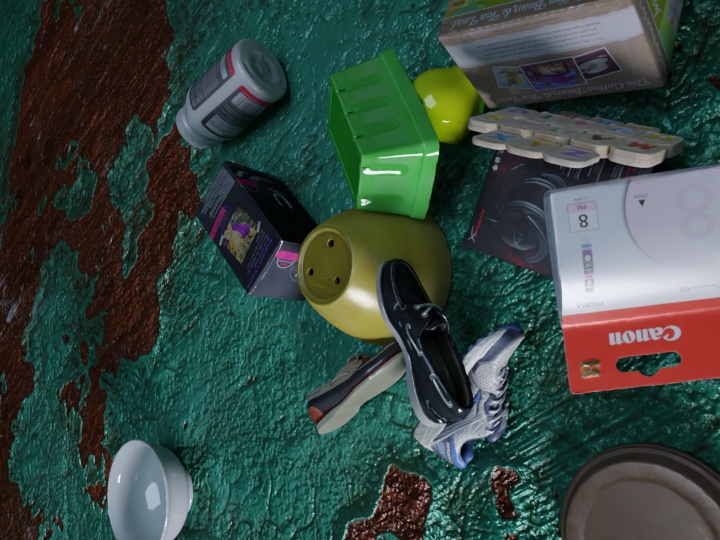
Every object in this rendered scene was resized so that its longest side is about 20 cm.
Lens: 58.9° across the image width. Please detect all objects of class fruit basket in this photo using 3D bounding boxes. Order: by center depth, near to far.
[{"bbox_3d":[0.071,-0.187,0.822,0.216,0.214,0.156,55,156,30],"label":"fruit basket"}]

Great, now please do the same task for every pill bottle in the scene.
[{"bbox_3d":[-0.228,-0.293,1.092,0.199,0.110,0.112,-27,68,35],"label":"pill bottle"}]

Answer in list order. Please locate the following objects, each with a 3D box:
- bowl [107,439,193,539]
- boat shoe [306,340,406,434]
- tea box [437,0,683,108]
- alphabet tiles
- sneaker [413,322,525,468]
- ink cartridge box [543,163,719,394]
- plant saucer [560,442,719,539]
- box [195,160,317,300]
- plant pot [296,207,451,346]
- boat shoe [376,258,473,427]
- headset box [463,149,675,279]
[{"bbox_3d":[-0.366,0.403,1.146,0.199,0.090,0.204,-5,82,40],"label":"bowl"},{"bbox_3d":[-0.007,0.152,0.882,0.200,0.071,0.063,-46,55,32],"label":"boat shoe"},{"bbox_3d":[0.216,-0.296,0.663,0.198,0.133,0.199,3,69,41],"label":"tea box"},{"bbox_3d":[0.212,-0.139,0.644,0.199,0.194,0.015,24,123,39],"label":"alphabet tiles"},{"bbox_3d":[0.147,0.151,0.754,0.085,0.077,0.201,40,119,25],"label":"sneaker"},{"bbox_3d":[0.267,0.013,0.597,0.160,0.057,0.203,-8,90,10],"label":"ink cartridge box"},{"bbox_3d":[0.291,0.277,0.634,0.198,0.029,0.203,-5,83,40],"label":"plant saucer"},{"bbox_3d":[-0.150,-0.061,0.990,0.106,0.122,0.200,-54,55,21],"label":"box"},{"bbox_3d":[0.000,0.000,0.842,0.198,0.141,0.203,-5,82,40],"label":"plant pot"},{"bbox_3d":[0.076,0.072,0.725,0.060,0.075,0.202,-34,71,44],"label":"boat shoe"},{"bbox_3d":[0.231,-0.063,0.693,0.199,0.077,0.151,26,102,41],"label":"headset box"}]
